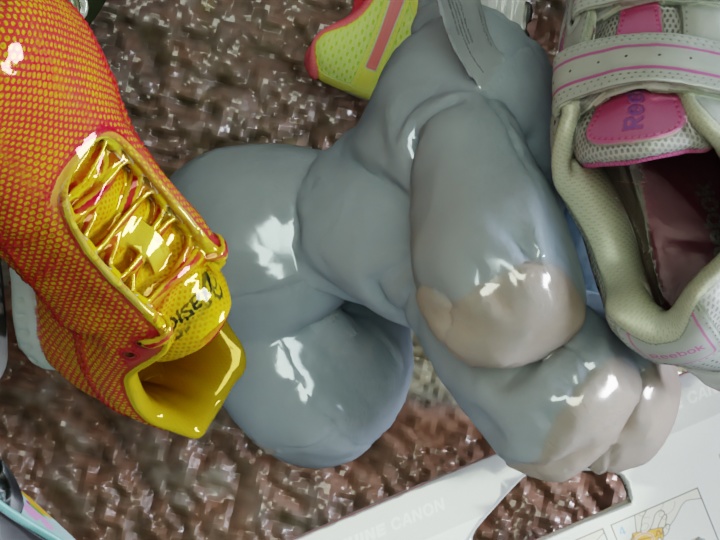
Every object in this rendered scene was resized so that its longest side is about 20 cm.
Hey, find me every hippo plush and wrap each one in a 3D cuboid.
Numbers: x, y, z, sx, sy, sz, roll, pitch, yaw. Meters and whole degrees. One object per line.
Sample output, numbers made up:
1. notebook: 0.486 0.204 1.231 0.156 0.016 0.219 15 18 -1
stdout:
1. hippo plush: 0.000 0.000 0.763 0.160 0.159 0.200 -21 113 20

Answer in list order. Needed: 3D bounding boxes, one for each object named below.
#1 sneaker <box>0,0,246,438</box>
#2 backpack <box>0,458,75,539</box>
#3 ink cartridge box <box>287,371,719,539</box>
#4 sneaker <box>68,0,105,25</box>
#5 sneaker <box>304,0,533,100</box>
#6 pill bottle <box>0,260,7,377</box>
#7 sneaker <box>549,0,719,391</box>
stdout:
1. sneaker: -0.072 -0.018 0.661 0.077 0.200 0.073 25 71 22
2. backpack: -0.159 0.123 0.640 0.200 0.153 0.176 38 72 -40
3. ink cartridge box: 0.087 0.143 0.821 0.199 0.045 0.177 -22 87 -8
4. sneaker: -0.107 -0.085 0.716 0.067 0.090 0.201 41 62 -22
5. sneaker: 0.020 -0.153 0.833 0.090 0.078 0.201 5 84 -3
6. pill bottle: -0.179 -0.010 0.779 0.113 0.114 0.201 -5 84 -6
7. sneaker: 0.099 -0.060 0.706 0.081 0.088 0.201 -15 84 28
